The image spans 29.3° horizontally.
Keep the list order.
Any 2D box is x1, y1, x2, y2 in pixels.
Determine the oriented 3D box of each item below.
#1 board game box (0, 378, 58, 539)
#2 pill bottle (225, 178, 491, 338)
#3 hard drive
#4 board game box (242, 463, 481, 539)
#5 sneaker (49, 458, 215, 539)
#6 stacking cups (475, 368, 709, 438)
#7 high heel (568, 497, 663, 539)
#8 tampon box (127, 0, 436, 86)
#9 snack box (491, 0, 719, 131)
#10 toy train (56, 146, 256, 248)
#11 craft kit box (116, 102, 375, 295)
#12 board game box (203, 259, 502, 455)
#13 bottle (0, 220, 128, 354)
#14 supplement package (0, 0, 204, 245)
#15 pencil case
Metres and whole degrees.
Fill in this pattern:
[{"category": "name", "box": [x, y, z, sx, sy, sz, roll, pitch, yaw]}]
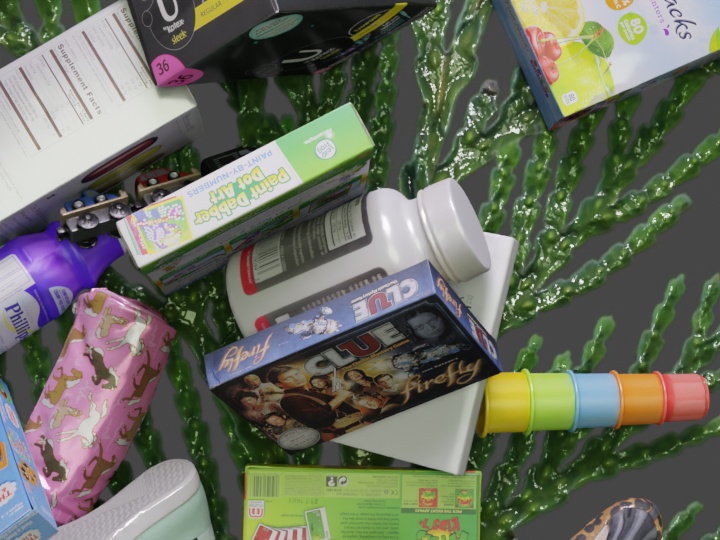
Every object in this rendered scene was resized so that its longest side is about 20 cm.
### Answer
[{"category": "board game box", "box": [-0.327, 0.180, 1.082, 0.151, 0.200, 0.037, -37, 127, -2]}, {"category": "pill bottle", "box": [0.000, 0.000, 1.125, 0.199, 0.111, 0.111, -23, 87, 15]}, {"category": "hard drive", "box": [0.049, 0.060, 1.169, 0.131, 0.027, 0.201, 12, 84, 24]}, {"category": "board game box", "box": [0.000, 0.217, 1.167, 0.199, 0.048, 0.102, 2, 86, -3]}, {"category": "sneaker", "box": [-0.198, 0.253, 1.110, 0.200, 0.074, 0.119, -31, 120, -23]}, {"category": "stacking cups", "box": [0.198, 0.110, 1.190, 0.199, 0.061, 0.061, -2, 85, -9]}, {"category": "high heel", "box": [0.172, 0.268, 1.179, 0.200, 0.142, 0.072, -40, 84, 28]}, {"category": "tampon box", "box": [-0.067, -0.236, 1.105, 0.200, 0.150, 0.127, -15, 85, -48]}, {"category": "snack box", "box": [0.226, -0.241, 1.210, 0.199, 0.068, 0.169, -24, 87, -7]}, {"category": "toy train", "box": [-0.166, -0.066, 1.156, 0.199, 0.034, 0.046, -21, 57, -28]}, {"category": "craft kit box", "box": [-0.088, -0.051, 1.109, 0.199, 0.198, 0.049, -28, 88, -6]}, {"category": "board game box", "box": [-0.005, 0.074, 1.098, 0.199, 0.136, 0.035, -24, 51, 17]}, {"category": "bottle", "box": [-0.281, 0.014, 1.147, 0.200, 0.084, 0.065, -34, 68, -18]}, {"category": "supplement package", "box": [-0.243, -0.120, 1.146, 0.199, 0.114, 0.110, -31, 86, -5]}, {"category": "pencil case", "box": [-0.228, 0.116, 1.145, 0.083, 0.086, 0.201, 29, 82, -44]}]
